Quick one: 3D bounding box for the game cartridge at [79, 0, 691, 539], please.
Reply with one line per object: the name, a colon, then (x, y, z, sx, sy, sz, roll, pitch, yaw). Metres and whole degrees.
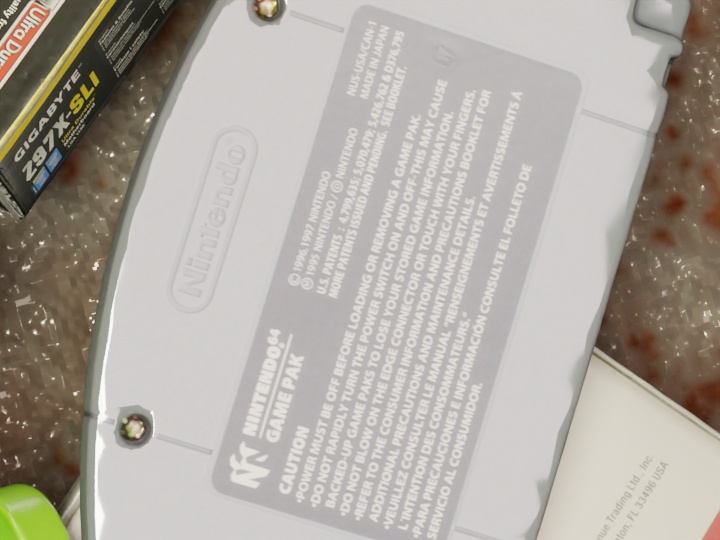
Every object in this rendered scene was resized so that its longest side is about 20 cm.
game cartridge: (0.000, 0.000, 0.733, 0.133, 0.040, 0.200, 19, 85, -12)

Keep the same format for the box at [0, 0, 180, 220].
box: (-0.109, -0.139, 0.785, 0.160, 0.049, 0.200, 32, 78, 16)

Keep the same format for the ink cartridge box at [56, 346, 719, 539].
ink cartridge box: (0.020, 0.084, 0.795, 0.200, 0.083, 0.147, 35, 79, -6)

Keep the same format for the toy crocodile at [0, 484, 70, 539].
toy crocodile: (-0.130, 0.046, 0.718, 0.067, 0.062, 0.200, -15, 86, -38)
